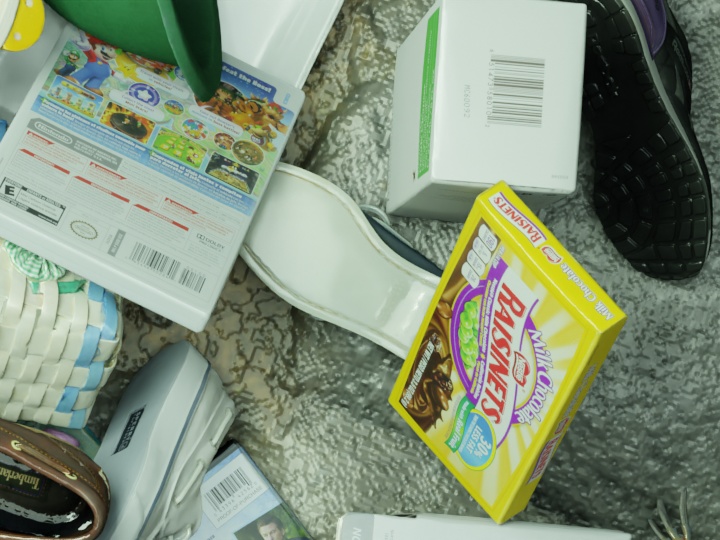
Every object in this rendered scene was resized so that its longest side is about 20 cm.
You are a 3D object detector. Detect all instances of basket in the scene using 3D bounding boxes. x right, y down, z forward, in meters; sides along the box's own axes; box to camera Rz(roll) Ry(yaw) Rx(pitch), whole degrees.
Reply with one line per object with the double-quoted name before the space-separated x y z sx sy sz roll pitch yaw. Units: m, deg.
"basket" -0.230 -0.005 1.558 0.199 0.139 0.177 9 47 -9

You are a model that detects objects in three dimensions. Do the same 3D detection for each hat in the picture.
"hat" -0.182 -0.167 1.569 0.175 0.200 0.166 -12 125 8

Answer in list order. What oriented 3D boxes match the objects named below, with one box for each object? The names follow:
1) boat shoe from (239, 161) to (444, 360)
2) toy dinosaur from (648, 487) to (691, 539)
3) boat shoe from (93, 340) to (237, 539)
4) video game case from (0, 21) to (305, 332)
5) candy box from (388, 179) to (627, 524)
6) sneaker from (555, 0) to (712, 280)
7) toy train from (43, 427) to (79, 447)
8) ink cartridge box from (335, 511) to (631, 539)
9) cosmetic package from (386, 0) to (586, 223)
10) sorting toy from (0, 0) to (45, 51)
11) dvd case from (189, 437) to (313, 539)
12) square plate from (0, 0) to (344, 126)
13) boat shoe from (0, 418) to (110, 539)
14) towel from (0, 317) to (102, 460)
"boat shoe" 0.000 0.000 1.634 0.199 0.062 0.075 28 89 -7
"toy dinosaur" 0.251 0.198 1.617 0.104 0.200 0.182 -2 120 -21
"boat shoe" -0.117 0.127 1.573 0.065 0.073 0.200 47 46 -22
"video game case" -0.121 -0.065 1.555 0.143 0.018 0.200 26 44 -4
"candy box" 0.077 0.049 1.523 0.026 0.200 0.102 -32 68 -32
"sneaker" 0.177 -0.095 1.650 0.075 0.088 0.201 -3 116 34
"toy train" -0.213 0.164 1.580 0.199 0.056 0.151 -1 82 -11
"ink cartridge box" 0.056 0.243 1.607 0.174 0.084 0.201 7 82 -11
"cosmetic package" 0.069 -0.087 1.575 0.084 0.200 0.108 4 84 -7
"sorting toy" -0.266 -0.174 1.560 0.106 0.180 0.201 -11 91 -30
"dvd case" -0.069 0.221 1.643 0.142 0.018 0.200 -38 93 -5
"square plate" -0.131 -0.133 1.643 0.199 0.028 0.199 25 87 -4
"boat shoe" -0.227 0.100 1.473 0.199 0.070 0.071 13 101 -10
"towel" -0.247 0.138 1.628 0.200 0.022 0.147 -39 92 -4
